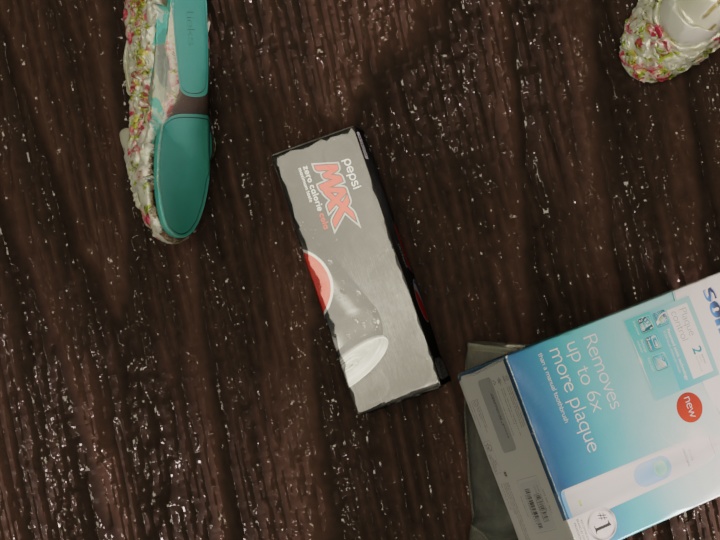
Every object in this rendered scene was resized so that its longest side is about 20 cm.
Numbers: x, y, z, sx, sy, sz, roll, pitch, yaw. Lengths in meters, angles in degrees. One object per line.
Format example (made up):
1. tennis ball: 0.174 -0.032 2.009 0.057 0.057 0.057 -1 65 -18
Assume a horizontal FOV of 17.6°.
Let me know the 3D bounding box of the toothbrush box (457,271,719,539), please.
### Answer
1. toothbrush box: 0.190 0.102 1.628 0.199 0.085 0.147 -18 86 -26

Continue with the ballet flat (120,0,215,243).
1. ballet flat: -0.147 -0.120 1.722 0.064 0.075 0.202 0 85 41

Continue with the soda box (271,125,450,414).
1. soda box: 0.000 0.000 1.705 0.070 0.063 0.201 -19 87 6

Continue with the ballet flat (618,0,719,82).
1. ballet flat: 0.266 -0.212 1.672 0.200 0.064 0.076 -41 86 6

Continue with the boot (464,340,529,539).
1. boot: 0.153 0.157 1.690 0.180 0.073 0.202 9 84 5
